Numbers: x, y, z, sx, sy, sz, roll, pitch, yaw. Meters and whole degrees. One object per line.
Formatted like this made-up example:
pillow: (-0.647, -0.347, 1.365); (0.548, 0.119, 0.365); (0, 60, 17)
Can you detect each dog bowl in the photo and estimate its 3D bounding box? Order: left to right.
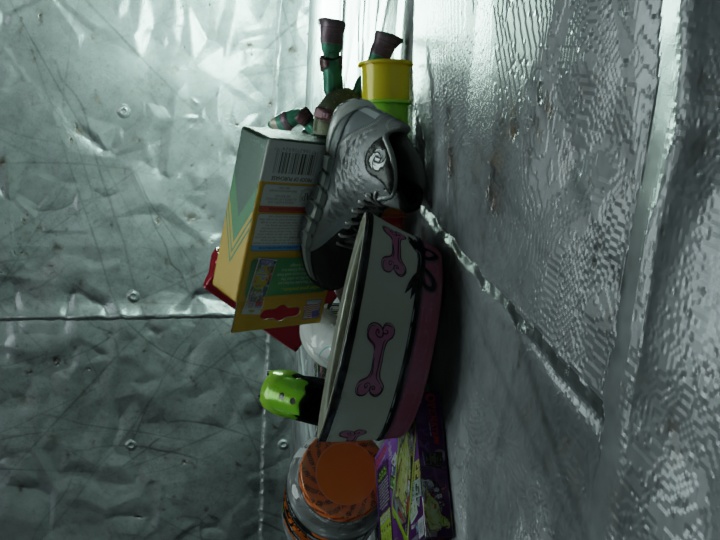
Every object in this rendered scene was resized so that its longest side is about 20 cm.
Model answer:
dog bowl: (0.017, 0.055, 0.646); (0.200, 0.073, 0.203); (-167, 90, -87)

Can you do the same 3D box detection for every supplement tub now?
supplement tub: (-0.030, 0.266, 0.875); (0.201, 0.121, 0.124); (104, 165, -58)

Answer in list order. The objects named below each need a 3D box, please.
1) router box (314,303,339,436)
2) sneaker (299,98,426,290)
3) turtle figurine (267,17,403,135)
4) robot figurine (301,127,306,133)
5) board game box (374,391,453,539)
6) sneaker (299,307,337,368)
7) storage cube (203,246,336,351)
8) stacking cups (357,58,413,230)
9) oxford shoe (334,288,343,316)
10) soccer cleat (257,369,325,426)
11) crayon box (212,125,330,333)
router box: (-0.033, 0.164, 1.122); (0.201, 0.061, 0.152); (103, 165, -56)
sneaker: (0.006, -0.057, 0.725); (0.115, 0.074, 0.203); (30, 118, 41)
turtle figurine: (-0.021, -0.176, 0.847); (0.101, 0.148, 0.203); (-137, 58, -63)
robot figurine: (-0.040, -0.106, 1.025); (0.125, 0.148, 0.203); (142, 132, -58)
board game box: (0.044, 0.204, 0.686); (0.201, 0.032, 0.122); (107, 159, -60)
sneaker: (-0.001, 0.088, 0.815); (0.200, 0.070, 0.081); (45, 123, 45)
storage cube: (-0.119, -0.017, 1.167); (0.181, 0.199, 0.171); (-52, 15, 9)
stacking cups: (0.030, -0.118, 0.787); (0.061, 0.060, 0.203); (-140, 47, -80)
oxford shoe: (0.000, 0.000, 0.880); (0.071, 0.071, 0.203); (-110, 23, -69)
soccer cleat: (-0.030, 0.154, 0.845); (0.080, 0.199, 0.068); (17, 89, 40)
crayon box: (-0.080, -0.041, 0.774); (0.051, 0.125, 0.203); (29, 112, 41)
